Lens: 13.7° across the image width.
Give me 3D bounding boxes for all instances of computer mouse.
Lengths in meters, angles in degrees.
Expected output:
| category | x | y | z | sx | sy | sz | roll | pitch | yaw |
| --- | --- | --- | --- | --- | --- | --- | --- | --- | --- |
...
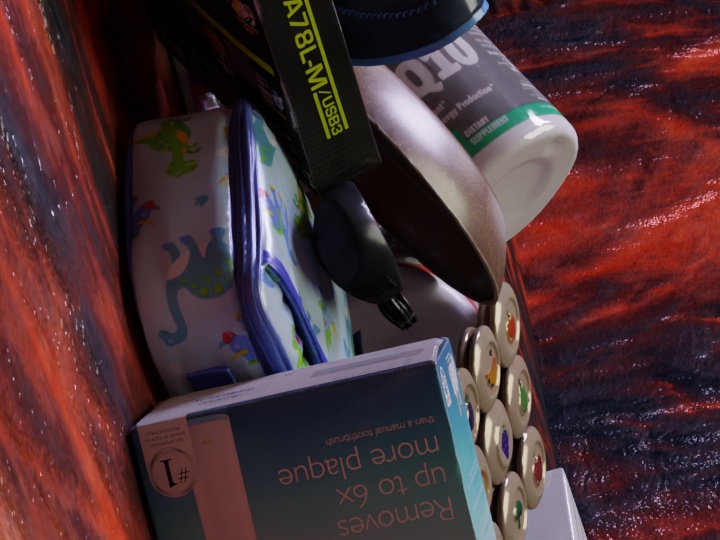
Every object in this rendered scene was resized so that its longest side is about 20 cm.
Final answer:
| category | x | y | z | sx | sy | sz | roll | pitch | yaw |
| --- | --- | --- | --- | --- | --- | --- | --- | --- | --- |
| computer mouse | 0.000 | 0.000 | 1.560 | 0.059 | 0.034 | 0.200 | 61 | -1 | 15 |

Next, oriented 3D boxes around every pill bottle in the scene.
| category | x | y | z | sx | sy | sz | roll | pitch | yaw |
| --- | --- | --- | --- | --- | --- | --- | --- | --- | --- |
| pill bottle | 0.024 | 0.035 | 1.828 | 0.200 | 0.116 | 0.116 | -76 | 152 | -78 |
| pill bottle | 0.027 | -0.110 | 1.803 | 0.200 | 0.113 | 0.113 | 47 | -6 | 23 |

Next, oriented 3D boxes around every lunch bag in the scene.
| category | x | y | z | sx | sy | sz | roll | pitch | yaw |
| --- | --- | --- | --- | --- | --- | --- | --- | --- | --- |
| lunch bag | -0.056 | 0.029 | 1.508 | 0.200 | 0.082 | 0.161 | 69 | 13 | -45 |

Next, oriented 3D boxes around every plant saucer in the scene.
| category | x | y | z | sx | sy | sz | roll | pitch | yaw |
| --- | --- | --- | --- | --- | --- | --- | --- | --- | --- |
| plant saucer | 0.018 | -0.066 | 1.659 | 0.200 | 0.037 | 0.200 | 45 | -9 | 9 |

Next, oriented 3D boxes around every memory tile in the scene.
| category | x | y | z | sx | sy | sz | roll | pitch | yaw |
| --- | --- | --- | --- | --- | --- | --- | --- | --- | --- |
| memory tile | 0.070 | 0.110 | 1.689 | 0.200 | 0.017 | 0.153 | -61 | 145 | -55 |

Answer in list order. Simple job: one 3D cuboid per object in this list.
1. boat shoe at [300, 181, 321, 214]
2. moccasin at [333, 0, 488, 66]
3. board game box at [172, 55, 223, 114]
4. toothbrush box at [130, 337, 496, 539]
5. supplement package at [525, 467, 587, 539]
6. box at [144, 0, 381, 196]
| category | x | y | z | sx | sy | sz | roll | pitch | yaw |
| --- | --- | --- | --- | --- | --- | --- | --- | --- | --- |
| boat shoe | -0.011 | -0.062 | 1.886 | 0.076 | 0.072 | 0.200 | 64 | 7 | -1 |
| moccasin | -0.015 | -0.153 | 1.558 | 0.200 | 0.080 | 0.068 | 13 | -44 | 52 |
| board game box | -0.067 | -0.064 | 1.806 | 0.200 | 0.026 | 0.200 | -75 | 151 | -75 |
| toothbrush box | -0.009 | 0.146 | 1.387 | 0.085 | 0.146 | 0.200 | -51 | 129 | -80 |
| supplement package | 0.070 | 0.242 | 1.802 | 0.200 | 0.156 | 0.111 | -95 | 169 | -48 |
| box | -0.073 | -0.161 | 1.534 | 0.200 | 0.047 | 0.193 | 44 | -23 | 49 |
